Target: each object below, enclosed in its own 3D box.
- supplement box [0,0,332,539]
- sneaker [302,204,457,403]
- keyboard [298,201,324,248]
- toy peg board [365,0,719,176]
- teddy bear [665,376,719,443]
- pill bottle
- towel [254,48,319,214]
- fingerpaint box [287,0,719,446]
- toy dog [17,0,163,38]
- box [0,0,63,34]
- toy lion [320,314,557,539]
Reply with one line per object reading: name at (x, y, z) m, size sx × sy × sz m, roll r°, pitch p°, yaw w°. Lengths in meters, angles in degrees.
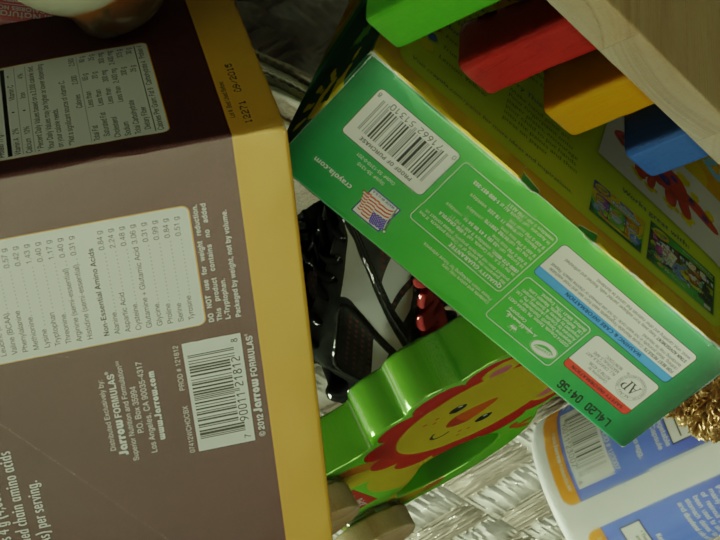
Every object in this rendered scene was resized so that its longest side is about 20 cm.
supplement box at (-0.128, 0.017, 0.674) m, size 0.198 × 0.133 × 0.199 m, roll -11°, pitch 123°, yaw -8°
sneaker at (0.000, 0.000, 0.880) m, size 0.097 × 0.071 × 0.201 m, roll -13°, pitch 134°, yaw -1°
keyboard at (0.037, -0.021, 0.928) m, size 0.198 × 0.021 × 0.128 m, roll -11°, pitch 138°, yaw 1°
toy peg board at (0.092, -0.142, 0.692) m, size 0.097 × 0.201 × 0.199 m, roll -19°, pitch 141°, yaw 36°
teddy bear at (0.223, 0.000, 0.910) m, size 0.144 × 0.067 × 0.201 m, roll -24°, pitch 145°, yaw -34°
pill bottle at (0.216, 0.103, 1.032) m, size 0.199 × 0.113 × 0.112 m, roll -28°, pitch 136°, yaw 18°
towel at (-0.088, -0.052, 0.810) m, size 0.132 × 0.035 × 0.200 m, roll 21°, pitch 151°, yaw -30°
fingerpaint box at (0.073, -0.047, 0.749) m, size 0.200 × 0.167 × 0.073 m, roll 39°, pitch 123°, yaw -13°
toy dog at (-0.066, -0.177, 0.616) m, size 0.200 × 0.195 × 0.139 m, roll -38°, pitch 144°, yaw 19°
box at (-0.231, -0.108, 0.719) m, size 0.198 × 0.095 × 0.103 m, roll 6°, pitch 135°, yaw -18°
toy lion at (0.040, 0.073, 0.844) m, size 0.191 × 0.069 × 0.200 m, roll -30°, pitch 162°, yaw 6°
